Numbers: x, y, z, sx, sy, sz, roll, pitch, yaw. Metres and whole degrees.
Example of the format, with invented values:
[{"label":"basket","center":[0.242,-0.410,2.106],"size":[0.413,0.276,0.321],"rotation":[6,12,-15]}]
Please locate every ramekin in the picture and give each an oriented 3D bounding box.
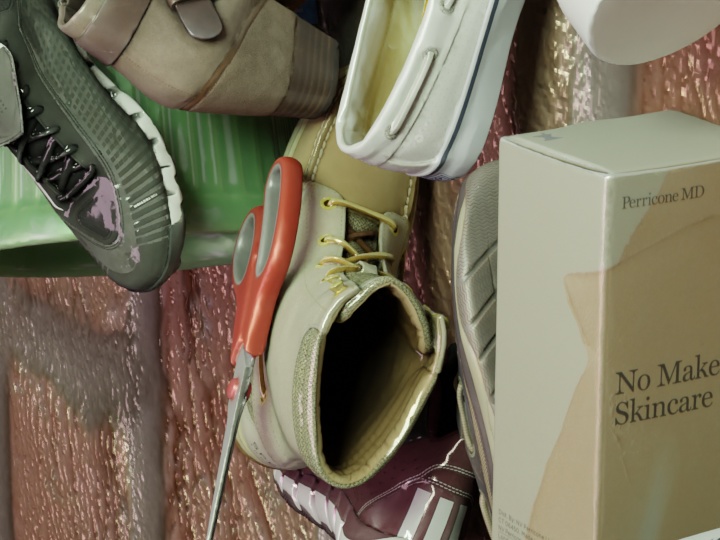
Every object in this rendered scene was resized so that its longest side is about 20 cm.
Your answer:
[{"label":"ramekin","center":[-0.118,-0.056,1.439],"size":[0.200,0.199,0.098],"rotation":[-14,79,61]}]

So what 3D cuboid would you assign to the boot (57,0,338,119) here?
[{"label":"boot","center":[-0.081,-0.155,1.334],"size":[0.070,0.146,0.201],"rotation":[-47,35,34]}]

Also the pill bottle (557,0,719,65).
[{"label":"pill bottle","center":[0.079,-0.183,1.121],"size":[0.201,0.110,0.111],"rotation":[60,145,28]}]

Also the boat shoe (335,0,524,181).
[{"label":"boat shoe","center":[0.024,-0.143,1.226],"size":[0.075,0.086,0.203],"rotation":[32,111,56]}]

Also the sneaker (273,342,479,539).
[{"label":"sneaker","center":[0.024,0.084,1.366],"size":[0.116,0.075,0.200],"rotation":[-66,21,5]}]

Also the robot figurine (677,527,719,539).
[{"label":"robot figurine","center":[0.135,0.158,1.044],"size":[0.150,0.199,0.125],"rotation":[-27,-81,-74]}]

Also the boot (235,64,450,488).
[{"label":"boot","center":[0.000,0.000,1.291],"size":[0.155,0.072,0.201],"rotation":[-177,104,-76]}]

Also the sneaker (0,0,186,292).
[{"label":"sneaker","center":[-0.152,-0.076,1.294],"size":[0.066,0.090,0.201],"rotation":[-32,78,37]}]

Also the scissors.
[{"label":"scissors","center":[-0.052,0.041,1.278],"size":[0.073,0.014,0.201],"rotation":[132,152,-53]}]

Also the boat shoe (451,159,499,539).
[{"label":"boat shoe","center":[0.068,0.052,1.251],"size":[0.073,0.074,0.201],"rotation":[-17,80,63]}]

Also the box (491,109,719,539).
[{"label":"box","center":[0.112,0.042,1.150],"size":[0.078,0.095,0.201],"rotation":[26,121,55]}]

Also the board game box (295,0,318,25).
[{"label":"board game box","center":[-0.145,-0.128,1.454],"size":[0.151,0.199,0.037],"rotation":[-5,92,61]}]
